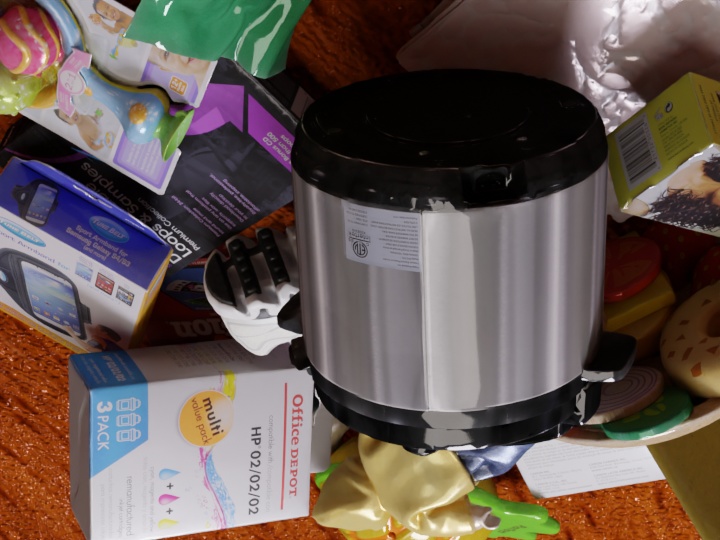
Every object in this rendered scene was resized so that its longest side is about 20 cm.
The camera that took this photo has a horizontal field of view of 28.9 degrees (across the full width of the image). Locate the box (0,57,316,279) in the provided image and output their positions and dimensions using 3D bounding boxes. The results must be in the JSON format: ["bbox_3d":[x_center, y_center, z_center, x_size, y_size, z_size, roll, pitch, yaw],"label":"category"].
[{"bbox_3d":[-0.121,-0.077,0.885,0.199,0.036,0.143,-29,120,37],"label":"box"}]

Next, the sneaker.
[{"bbox_3d":[0.000,0.000,0.913,0.198,0.076,0.081,-15,137,0],"label":"sneaker"}]

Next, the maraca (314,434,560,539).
[{"bbox_3d":[0.060,0.185,1.114,0.198,0.108,0.137,16,162,-13],"label":"maraca"}]

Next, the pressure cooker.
[{"bbox_3d":[0.047,0.005,0.773,0.177,0.176,0.202,-13,116,-21],"label":"pressure cooker"}]

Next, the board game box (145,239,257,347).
[{"bbox_3d":[-0.070,0.018,1.012,0.198,0.020,0.103,-2,140,12],"label":"board game box"}]

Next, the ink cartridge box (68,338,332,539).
[{"bbox_3d":[-0.098,0.113,0.970,0.198,0.068,0.116,-5,108,-24],"label":"ink cartridge box"}]

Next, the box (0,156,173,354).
[{"bbox_3d":[-0.194,-0.001,0.937,0.118,0.042,0.200,29,155,-2],"label":"box"}]

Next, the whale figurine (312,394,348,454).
[{"bbox_3d":[-0.103,0.112,1.086,0.198,0.105,0.160,-6,148,-21],"label":"whale figurine"}]

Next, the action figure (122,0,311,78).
[{"bbox_3d":[-0.033,-0.193,0.711,0.118,0.055,0.200,-2,138,-51],"label":"action figure"}]

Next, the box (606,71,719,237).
[{"bbox_3d":[0.236,-0.053,0.802,0.198,0.051,0.075,9,147,-34],"label":"box"}]

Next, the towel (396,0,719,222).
[{"bbox_3d":[0.152,-0.125,0.795,0.199,0.032,0.191,32,135,-25],"label":"towel"}]

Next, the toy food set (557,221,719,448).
[{"bbox_3d":[0.172,0.035,0.853,0.196,0.201,0.049,-26,119,6],"label":"toy food set"}]

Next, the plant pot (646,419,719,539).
[{"bbox_3d":[0.331,0.148,0.892,0.195,0.201,0.193,-40,138,24],"label":"plant pot"}]

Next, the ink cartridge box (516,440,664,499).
[{"bbox_3d":[0.168,0.073,1.032,0.161,0.050,0.201,-14,117,25],"label":"ink cartridge box"}]

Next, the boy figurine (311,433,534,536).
[{"bbox_3d":[0.050,0.136,0.988,0.200,0.064,0.125,-38,85,28],"label":"boy figurine"}]

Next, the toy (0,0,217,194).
[{"bbox_3d":[-0.191,-0.121,0.810,0.199,0.047,0.116,27,132,-4],"label":"toy"}]
